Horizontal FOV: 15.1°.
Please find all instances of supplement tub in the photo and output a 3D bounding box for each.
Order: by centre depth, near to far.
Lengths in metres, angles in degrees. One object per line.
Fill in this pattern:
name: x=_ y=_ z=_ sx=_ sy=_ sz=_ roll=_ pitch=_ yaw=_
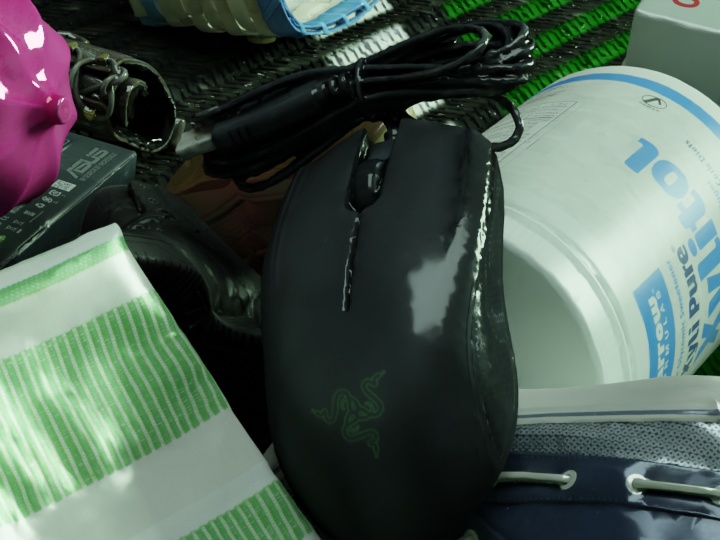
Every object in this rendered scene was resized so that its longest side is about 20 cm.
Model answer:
supplement tub: x=0.076 y=0.006 z=1.078 sx=0.131 sy=0.133 sz=0.200 roll=20 pitch=29 yaw=19

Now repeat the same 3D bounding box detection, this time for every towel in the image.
towel: x=-0.072 y=0.087 z=0.867 sx=0.200 sy=0.023 sz=0.152 roll=55 pitch=39 yaw=7

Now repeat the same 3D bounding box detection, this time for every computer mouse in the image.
computer mouse: x=0.000 y=0.000 z=0.947 sx=0.138 sy=0.053 sz=0.201 roll=-16 pitch=58 yaw=18

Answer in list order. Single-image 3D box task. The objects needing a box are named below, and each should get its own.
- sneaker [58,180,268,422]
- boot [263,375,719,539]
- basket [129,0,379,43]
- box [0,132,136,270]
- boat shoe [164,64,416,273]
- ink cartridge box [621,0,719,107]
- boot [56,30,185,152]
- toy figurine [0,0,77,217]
sneaker: x=-0.082 y=0.005 z=1.039 sx=0.104 sy=0.060 sz=0.200 roll=42 pitch=9 yaw=31
boot: x=0.048 y=0.093 z=0.938 sx=0.199 sy=0.073 sz=0.091 roll=-10 pitch=45 yaw=24
basket: x=-0.018 y=-0.197 z=1.412 sx=0.199 sy=0.140 sz=0.176 roll=-11 pitch=14 yaw=32
box: x=-0.204 y=-0.014 z=1.110 sx=0.157 sy=0.051 sz=0.200 roll=17 pitch=28 yaw=14
boat shoe: x=-0.017 y=-0.035 z=1.110 sx=0.071 sy=0.065 sz=0.200 roll=-45 pitch=13 yaw=-16
ink cartridge box: x=0.217 y=-0.052 z=1.224 sx=0.199 sy=0.145 sz=0.145 roll=17 pitch=28 yaw=13
boot: x=-0.177 y=-0.106 z=1.225 sx=0.173 sy=0.070 sz=0.200 roll=20 pitch=0 yaw=20
toy figurine: x=-0.204 y=-0.076 z=1.069 sx=0.183 sy=0.151 sz=0.200 roll=18 pitch=-6 yaw=-14
